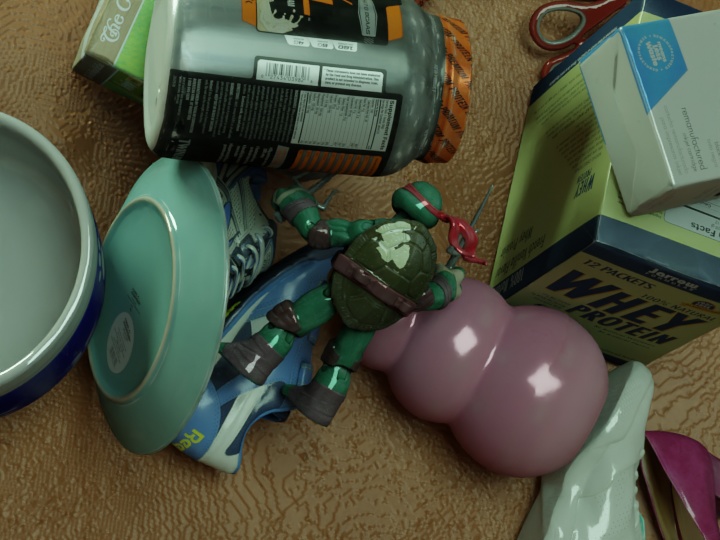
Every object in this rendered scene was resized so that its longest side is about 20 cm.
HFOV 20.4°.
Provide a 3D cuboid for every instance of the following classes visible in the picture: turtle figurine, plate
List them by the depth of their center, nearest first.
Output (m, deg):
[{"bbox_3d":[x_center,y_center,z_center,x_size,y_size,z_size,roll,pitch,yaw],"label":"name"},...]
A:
[{"bbox_3d":[-0.142,0.020,1.316,0.025,0.200,0.201,9,71,-31],"label":"plate"},{"bbox_3d":[0.000,0.000,1.333,0.150,0.101,0.200,37,92,-14],"label":"turtle figurine"}]

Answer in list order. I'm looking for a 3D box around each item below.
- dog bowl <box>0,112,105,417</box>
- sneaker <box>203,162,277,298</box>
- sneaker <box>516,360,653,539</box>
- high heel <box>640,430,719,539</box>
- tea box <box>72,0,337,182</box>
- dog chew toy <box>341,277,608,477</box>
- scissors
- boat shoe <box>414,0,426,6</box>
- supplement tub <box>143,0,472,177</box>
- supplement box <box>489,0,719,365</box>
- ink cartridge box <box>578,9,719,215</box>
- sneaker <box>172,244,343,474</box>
[{"bbox_3d":[-0.268,-0.002,1.309,0.199,0.079,0.201,0,73,1],"label":"dog bowl"},{"bbox_3d":[-0.096,-0.016,1.382,0.085,0.077,0.201,18,45,-16],"label":"sneaker"},{"bbox_3d":[0.180,0.167,1.470,0.088,0.075,0.201,30,76,-15],"label":"sneaker"},{"bbox_3d":[0.237,0.216,1.468,0.096,0.067,0.201,23,62,-23],"label":"high heel"},{"bbox_3d":[-0.074,-0.194,1.416,0.196,0.134,0.201,24,85,-11],"label":"tea box"},{"bbox_3d":[0.075,0.063,1.435,0.199,0.125,0.125,28,67,-2],"label":"dog chew toy"},{"bbox_3d":[0.222,-0.213,1.581,0.199,0.014,0.073,-30,100,-4],"label":"scissors"},{"bbox_3d":[0.004,-0.292,1.531,0.062,0.071,0.201,-27,90,-11],"label":"boat shoe"},{"bbox_3d":[-0.035,-0.125,1.296,0.199,0.123,0.123,5,73,-14],"label":"supplement tub"},{"bbox_3d":[0.205,-0.060,1.469,0.134,0.200,0.201,19,68,-14],"label":"supplement box"},{"bbox_3d":[0.263,-0.117,1.359,0.199,0.068,0.117,-13,79,-23],"label":"ink cartridge box"},{"bbox_3d":[-0.066,0.057,1.409,0.082,0.074,0.200,45,69,-9],"label":"sneaker"}]
